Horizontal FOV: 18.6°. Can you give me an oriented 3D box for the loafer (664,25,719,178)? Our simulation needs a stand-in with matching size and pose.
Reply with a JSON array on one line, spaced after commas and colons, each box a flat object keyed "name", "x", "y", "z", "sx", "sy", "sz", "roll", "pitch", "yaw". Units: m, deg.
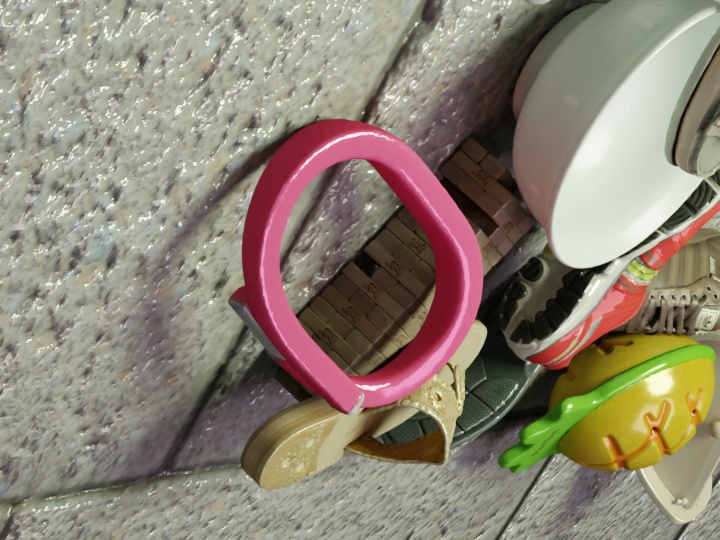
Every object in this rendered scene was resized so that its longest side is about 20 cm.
[{"name": "loafer", "x": 0.253, "y": -0.135, "z": 1.343, "sx": 0.072, "sy": 0.063, "sz": 0.201, "roll": -15, "pitch": 136, "yaw": -51}]

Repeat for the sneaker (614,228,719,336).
[{"name": "sneaker", "x": 0.248, "y": 0.016, "z": 1.713, "sx": 0.200, "sy": 0.076, "sz": 0.071, "roll": -19, "pitch": 142, "yaw": -43}]

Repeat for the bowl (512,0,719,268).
[{"name": "bowl", "x": 0.161, "y": -0.107, "z": 1.409, "sx": 0.201, "sy": 0.090, "sz": 0.202, "roll": -36, "pitch": 150, "yaw": -25}]

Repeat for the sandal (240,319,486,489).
[{"name": "sandal", "x": 0.024, "y": 0.103, "z": 1.397, "sx": 0.211, "sy": 0.070, "sz": 0.078, "roll": -23, "pitch": 145, "yaw": -38}]

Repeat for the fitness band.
[{"name": "fitness band", "x": 0.000, "y": 0.000, "z": 1.306, "sx": 0.144, "sy": 0.037, "sz": 0.200, "roll": -51, "pitch": 133, "yaw": -13}]

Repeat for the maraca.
[{"name": "maraca", "x": 0.196, "y": 0.109, "z": 1.730, "sx": 0.199, "sy": 0.107, "sz": 0.137, "roll": -20, "pitch": 155, "yaw": -29}]

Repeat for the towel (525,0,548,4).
[{"name": "towel", "x": 0.115, "y": -0.247, "z": 1.210, "sx": 0.171, "sy": 0.048, "sz": 0.200, "roll": -50, "pitch": 152, "yaw": 3}]

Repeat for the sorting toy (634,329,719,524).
[{"name": "sorting toy", "x": 0.315, "y": 0.087, "z": 1.890, "sx": 0.180, "sy": 0.107, "sz": 0.201, "roll": -27, "pitch": 147, "yaw": -47}]

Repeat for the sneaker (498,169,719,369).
[{"name": "sneaker", "x": 0.181, "y": -0.011, "z": 1.527, "sx": 0.200, "sy": 0.077, "sz": 0.085, "roll": -41, "pitch": 144, "yaw": 4}]

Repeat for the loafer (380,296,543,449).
[{"name": "loafer", "x": 0.097, "y": 0.072, "z": 1.582, "sx": 0.200, "sy": 0.072, "sz": 0.063, "roll": -42, "pitch": 158, "yaw": -14}]

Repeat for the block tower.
[{"name": "block tower", "x": 0.026, "y": 0.010, "z": 1.413, "sx": 0.200, "sy": 0.054, "sz": 0.058, "roll": -47, "pitch": 152, "yaw": -1}]
